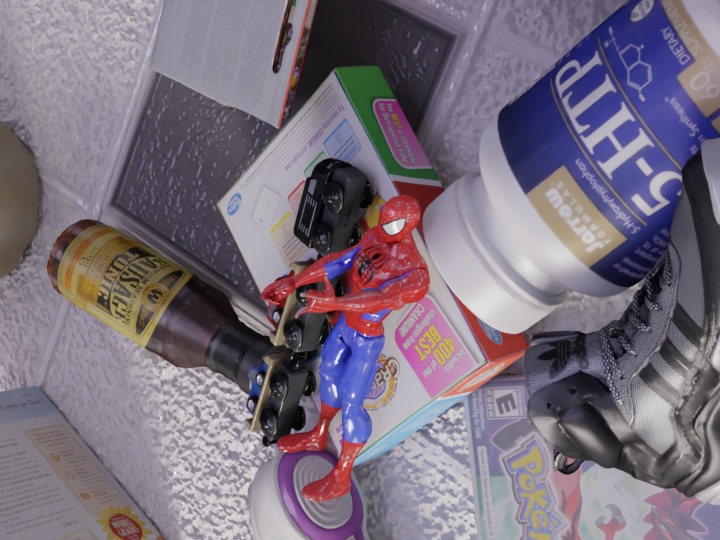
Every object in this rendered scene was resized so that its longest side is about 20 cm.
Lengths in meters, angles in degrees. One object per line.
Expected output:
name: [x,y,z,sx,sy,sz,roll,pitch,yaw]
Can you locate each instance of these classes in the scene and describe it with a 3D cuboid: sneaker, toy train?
sneaker: [0.136,0.031,0.599,0.112,0.076,0.202,1,123,11]
toy train: [-0.038,0.023,0.754,0.046,0.034,0.202,40,125,37]
sneaker: [-0.015,0.211,0.800,0.099,0.074,0.202,-35,75,55]

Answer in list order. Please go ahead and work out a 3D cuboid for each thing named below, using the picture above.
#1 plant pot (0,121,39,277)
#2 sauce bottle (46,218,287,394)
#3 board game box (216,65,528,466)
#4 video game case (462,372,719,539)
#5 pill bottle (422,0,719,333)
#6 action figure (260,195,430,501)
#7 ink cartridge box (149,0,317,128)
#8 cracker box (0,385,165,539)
plant pot: [-0.355,-0.056,0.932,0.198,0.183,0.203,2,94,33]
sauce bottle: [-0.135,0.027,0.863,0.199,0.066,0.067,25,105,29]
board game box: [0.000,0.000,0.764,0.153,0.040,0.202,-41,70,42]
video game case: [0.149,0.157,0.704,0.181,0.023,0.203,-7,88,33]
pill bottle: [0.133,-0.057,0.649,0.200,0.119,0.120,-40,71,28]
action figure: [-0.023,0.043,0.692,0.065,0.098,0.202,52,132,42]
ink cartridge box: [-0.066,-0.159,0.773,0.200,0.050,0.110,32,111,53]
cracker box: [-0.243,0.177,0.898,0.200,0.133,0.058,44,114,24]
